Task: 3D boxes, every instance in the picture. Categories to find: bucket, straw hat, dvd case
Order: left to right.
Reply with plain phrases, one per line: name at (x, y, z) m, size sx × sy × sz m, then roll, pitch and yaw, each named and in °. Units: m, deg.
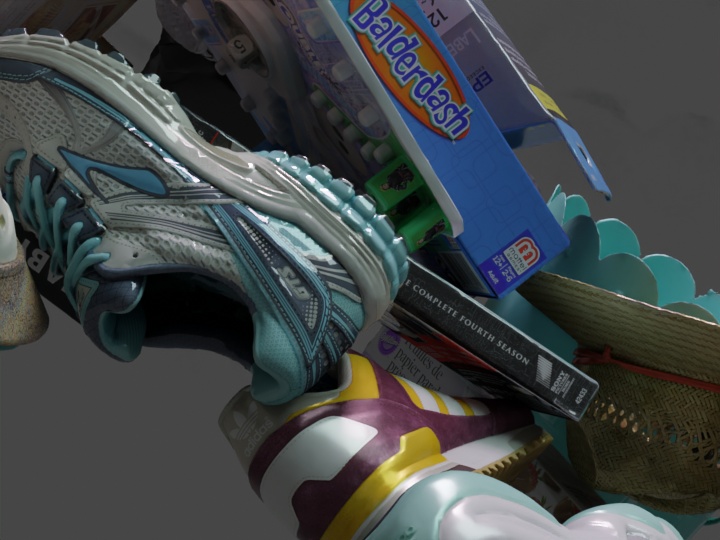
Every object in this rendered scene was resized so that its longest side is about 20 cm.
dvd case at (0.000, 0.000, 0.712) m, size 0.200 × 0.022 × 0.146 m, roll 32°, pitch -5°, yaw -5°
bucket at (0.156, 0.061, 0.969) m, size 0.207 × 0.135 × 0.207 m, roll 34°, pitch 11°, yaw -8°
straw hat at (0.139, 0.067, 0.764) m, size 0.200 × 0.085 × 0.201 m, roll 19°, pitch -2°, yaw 1°

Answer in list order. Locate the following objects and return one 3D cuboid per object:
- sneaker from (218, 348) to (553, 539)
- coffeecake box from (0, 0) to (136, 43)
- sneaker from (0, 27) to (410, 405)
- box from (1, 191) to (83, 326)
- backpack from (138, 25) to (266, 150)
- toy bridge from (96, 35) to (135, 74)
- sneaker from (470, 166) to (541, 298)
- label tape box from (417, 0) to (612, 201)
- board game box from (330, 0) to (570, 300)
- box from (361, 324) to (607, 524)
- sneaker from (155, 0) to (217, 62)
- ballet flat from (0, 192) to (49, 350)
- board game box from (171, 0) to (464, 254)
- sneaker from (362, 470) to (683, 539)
sneaker at (0.014, 0.066, 0.667) m, size 0.090 × 0.075 × 0.200 m, roll 43°, pitch 11°, yaw 14°
coffeecake box at (-0.192, -0.151, 0.664) m, size 0.154 × 0.073 × 0.200 m, roll 49°, pitch 13°, yaw 3°
sneaker at (-0.086, -0.019, 0.598) m, size 0.199 × 0.086 × 0.078 m, roll 24°, pitch -33°, yaw 16°
box at (-0.152, -0.050, 0.742) m, size 0.200 × 0.046 × 0.159 m, roll 36°, pitch 10°, yaw 4°
backpack at (-0.031, -0.097, 1.003) m, size 0.176 × 0.154 × 0.200 m, roll 34°, pitch 36°, yaw 8°
toy bridge at (-0.156, -0.101, 0.874) m, size 0.067 × 0.027 × 0.200 m, roll 43°, pitch -11°, yaw -24°
sneaker at (0.051, -0.012, 0.945) m, size 0.077 × 0.080 × 0.200 m, roll 39°, pitch 26°, yaw 5°
label tape box at (0.048, -0.105, 0.859) m, size 0.200 × 0.066 × 0.143 m, roll 57°, pitch 11°, yaw 5°
board game box at (-0.001, -0.082, 0.747) m, size 0.200 × 0.045 × 0.152 m, roll 56°, pitch -13°, yaw -12°
box at (0.064, 0.086, 0.833) m, size 0.041 × 0.039 × 0.200 m, roll 27°, pitch 13°, yaw -38°
sneaker at (-0.074, -0.186, 0.893) m, size 0.115 × 0.075 × 0.200 m, roll -24°, pitch 51°, yaw -35°
ballet flat at (-0.157, -0.019, 0.530) m, size 0.068 × 0.067 × 0.200 m, roll 41°, pitch 11°, yaw 28°
board game box at (-0.051, -0.101, 0.711) m, size 0.200 × 0.026 × 0.200 m, roll 58°, pitch -13°, yaw -17°
sneaker at (0.093, 0.149, 0.579) m, size 0.200 × 0.078 × 0.140 m, roll 17°, pitch 25°, yaw -48°
